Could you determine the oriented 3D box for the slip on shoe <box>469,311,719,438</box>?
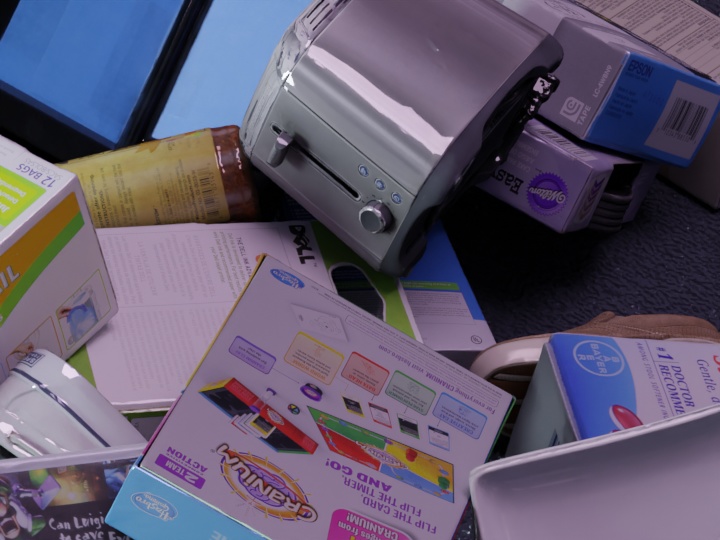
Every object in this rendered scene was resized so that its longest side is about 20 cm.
[{"bbox_3d":[0.142,0.055,1.677,0.199,0.076,0.061,-1,45,-29],"label":"slip on shoe"}]

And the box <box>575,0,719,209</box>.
[{"bbox_3d":[0.191,-0.135,1.935,0.200,0.078,0.095,35,40,22],"label":"box"}]

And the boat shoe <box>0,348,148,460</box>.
[{"bbox_3d":[-0.116,0.131,1.467,0.200,0.074,0.065,45,71,-4],"label":"boat shoe"}]

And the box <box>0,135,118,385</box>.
[{"bbox_3d":[-0.237,0.028,1.483,0.112,0.102,0.200,26,56,33],"label":"box"}]

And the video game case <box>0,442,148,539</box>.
[{"bbox_3d":[-0.100,0.175,1.404,0.199,0.023,0.183,-5,77,-26],"label":"video game case"}]

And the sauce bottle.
[{"bbox_3d":[-0.158,-0.033,1.643,0.199,0.066,0.066,-12,42,-4],"label":"sauce bottle"}]

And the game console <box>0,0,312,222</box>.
[{"bbox_3d":[-0.112,-0.143,1.711,0.175,0.116,0.201,15,75,34],"label":"game console"}]

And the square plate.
[{"bbox_3d":[0.159,0.169,1.449,0.197,0.201,0.028,-14,10,-17],"label":"square plate"}]

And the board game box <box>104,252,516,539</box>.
[{"bbox_3d":[-0.020,0.090,1.410,0.153,0.040,0.200,30,35,0],"label":"board game box"}]

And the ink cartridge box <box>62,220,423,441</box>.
[{"bbox_3d":[-0.074,0.047,1.592,0.199,0.076,0.148,-2,42,-16],"label":"ink cartridge box"}]

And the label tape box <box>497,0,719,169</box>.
[{"bbox_3d":[0.114,-0.143,1.824,0.200,0.066,0.143,36,14,31],"label":"label tape box"}]

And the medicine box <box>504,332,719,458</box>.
[{"bbox_3d":[0.200,0.135,1.580,0.199,0.103,0.183,4,40,-16],"label":"medicine box"}]

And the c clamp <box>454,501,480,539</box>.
[{"bbox_3d":[0.010,0.170,1.441,0.199,0.027,0.172,-4,81,-52],"label":"c clamp"}]

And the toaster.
[{"bbox_3d":[0.024,-0.100,1.628,0.129,0.114,0.200,35,47,6],"label":"toaster"}]

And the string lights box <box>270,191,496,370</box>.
[{"bbox_3d":[0.000,0.000,1.707,0.102,0.059,0.200,1,40,-21],"label":"string lights box"}]

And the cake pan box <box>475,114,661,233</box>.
[{"bbox_3d":[0.082,-0.089,1.799,0.199,0.053,0.184,29,14,14],"label":"cake pan box"}]
